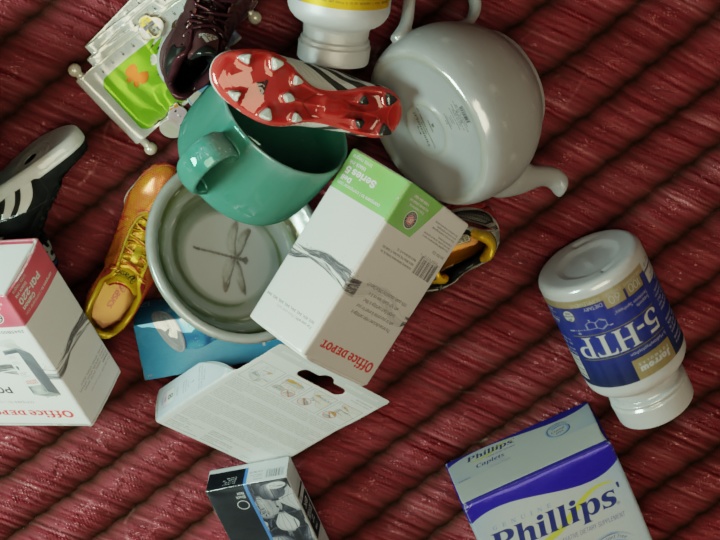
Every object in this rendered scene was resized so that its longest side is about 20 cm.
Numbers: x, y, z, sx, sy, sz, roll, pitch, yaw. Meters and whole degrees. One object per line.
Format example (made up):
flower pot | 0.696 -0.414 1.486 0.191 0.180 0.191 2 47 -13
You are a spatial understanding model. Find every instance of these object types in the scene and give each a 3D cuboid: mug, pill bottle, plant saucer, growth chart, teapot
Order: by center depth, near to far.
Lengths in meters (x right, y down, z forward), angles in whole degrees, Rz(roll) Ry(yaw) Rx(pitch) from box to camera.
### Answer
pill bottle | -0.017 -0.303 1.611 0.104 0.104 0.201 4 112 -8
mug | -0.118 -0.124 1.639 0.185 0.152 0.114 13 137 -37
teapot | 0.114 -0.175 1.660 0.146 0.197 0.200 -33 145 -31
growth chart | -0.195 -0.224 1.672 0.145 0.018 0.200 38 105 -20
plant saucer | -0.134 -0.017 1.710 0.200 0.050 0.201 9 69 -26
pill bottle | 0.285 0.068 1.792 0.119 0.120 0.200 -27 113 5

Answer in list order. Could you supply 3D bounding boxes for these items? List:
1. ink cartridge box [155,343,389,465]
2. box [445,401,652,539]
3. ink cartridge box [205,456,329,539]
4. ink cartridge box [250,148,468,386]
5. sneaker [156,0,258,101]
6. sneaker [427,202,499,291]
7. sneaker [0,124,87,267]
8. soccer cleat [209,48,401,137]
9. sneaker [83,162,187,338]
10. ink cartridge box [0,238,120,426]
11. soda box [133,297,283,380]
ink cartridge box | -0.094 0.134 1.752 0.162 0.057 0.200 30 129 -34
box | 0.223 0.285 1.883 0.183 0.105 0.200 -24 112 3
ink cartridge box | -0.093 0.299 1.859 0.099 0.039 0.200 -13 125 14
ink cartridge box | 0.000 0.000 1.656 0.200 0.084 0.145 -57 148 1
sneaker | -0.135 -0.249 1.594 0.075 0.116 0.200 20 110 -15
sneaker | 0.054 -0.012 1.752 0.199 0.082 0.078 -25 114 5
sneaker | -0.333 -0.057 1.702 0.200 0.073 0.112 -35 115 17
soccer cleat | -0.056 -0.171 1.599 0.199 0.085 0.069 10 98 -21
sneaker | -0.230 -0.017 1.720 0.073 0.077 0.201 20 102 -13
ink cartridge box | -0.358 0.067 1.685 0.145 0.085 0.200 -2 136 26
soda box | -0.140 0.059 1.770 0.199 0.064 0.068 -10 113 -3
